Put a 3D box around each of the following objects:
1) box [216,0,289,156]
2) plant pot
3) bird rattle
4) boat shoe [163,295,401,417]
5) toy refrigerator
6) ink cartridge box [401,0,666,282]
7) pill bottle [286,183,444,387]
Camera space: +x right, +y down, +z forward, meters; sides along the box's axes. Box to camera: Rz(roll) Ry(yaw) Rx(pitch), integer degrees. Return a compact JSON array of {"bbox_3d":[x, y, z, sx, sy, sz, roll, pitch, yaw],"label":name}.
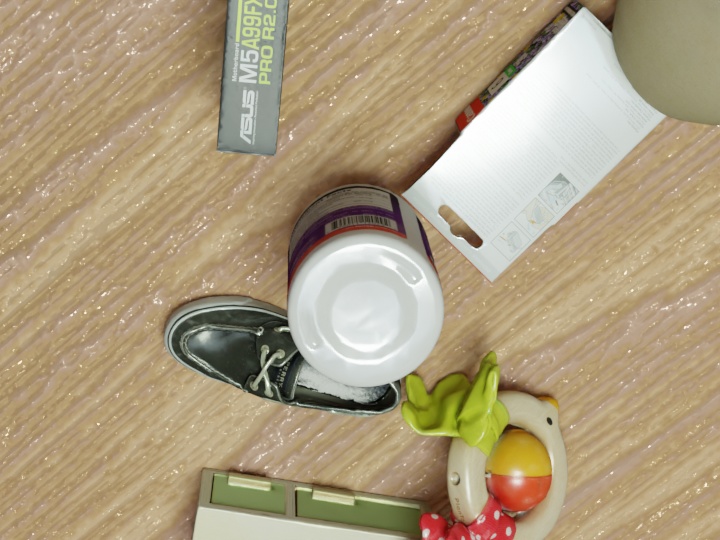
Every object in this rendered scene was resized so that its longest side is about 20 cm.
[{"bbox_3d":[-0.073,-0.197,1.073,0.044,0.160,0.203,4,107,-6],"label":"box"},{"bbox_3d":[0.263,-0.185,1.096,0.200,0.201,0.134,41,136,-13],"label":"plant pot"},{"bbox_3d":[0.111,0.168,1.197,0.162,0.112,0.203,1,77,-40],"label":"bird rattle"},{"bbox_3d":[-0.061,0.071,1.204,0.197,0.064,0.072,12,106,-6],"label":"boat shoe"},{"bbox_3d":[-0.040,0.219,1.245,0.197,0.076,0.071,9,106,-5],"label":"toy refrigerator"},{"bbox_3d":[0.135,-0.100,1.171,0.109,0.050,0.200,43,101,-14],"label":"ink cartridge box"},{"bbox_3d":[0.000,0.000,1.115,0.110,0.200,0.113,-1,107,-2],"label":"pill bottle"}]
